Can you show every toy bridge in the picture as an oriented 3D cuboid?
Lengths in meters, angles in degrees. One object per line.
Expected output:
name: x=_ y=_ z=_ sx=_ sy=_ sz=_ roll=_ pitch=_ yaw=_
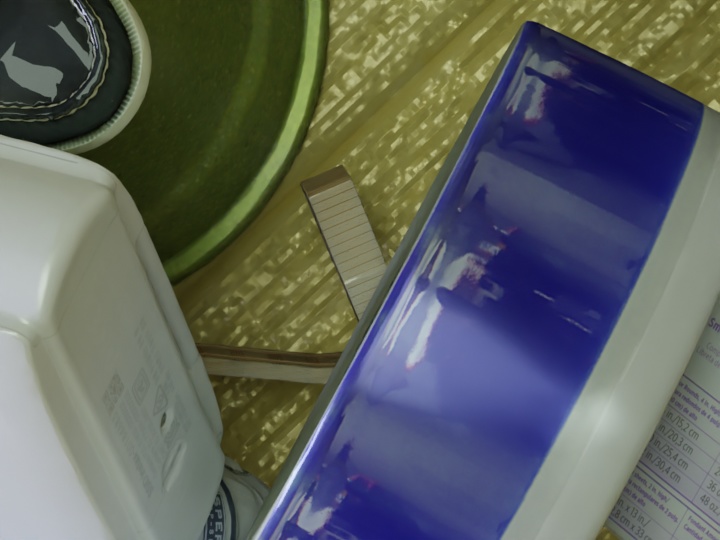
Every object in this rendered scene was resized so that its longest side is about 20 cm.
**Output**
toy bridge: x=0.000 y=0.000 z=0.953 sx=0.200 sy=0.027 sz=0.067 roll=-23 pitch=105 yaw=-2

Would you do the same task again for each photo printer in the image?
photo printer: x=-0.150 y=0.012 z=0.842 sx=0.200 sy=0.167 sz=0.070 roll=15 pitch=62 yaw=19

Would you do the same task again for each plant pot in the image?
plant pot: x=-0.125 y=-0.094 z=0.923 sx=0.200 sy=0.184 sz=0.201 roll=-1 pitch=83 yaw=11

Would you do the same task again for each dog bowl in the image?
dog bowl: x=0.036 y=0.031 z=0.844 sx=0.079 sy=0.200 sz=0.200 roll=28 pitch=90 yaw=-1

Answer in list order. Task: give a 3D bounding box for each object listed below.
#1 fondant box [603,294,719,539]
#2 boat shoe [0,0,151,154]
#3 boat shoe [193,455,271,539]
fondant box: x=0.170 y=0.007 z=0.818 sx=0.058 sy=0.144 sz=0.200 roll=38 pitch=107 yaw=40
boat shoe: x=-0.152 y=-0.092 z=0.799 sx=0.199 sy=0.066 sz=0.075 roll=33 pitch=91 yaw=13
boat shoe: x=-0.115 y=0.074 z=0.963 sx=0.200 sy=0.065 sz=0.074 roll=16 pitch=95 yaw=33
